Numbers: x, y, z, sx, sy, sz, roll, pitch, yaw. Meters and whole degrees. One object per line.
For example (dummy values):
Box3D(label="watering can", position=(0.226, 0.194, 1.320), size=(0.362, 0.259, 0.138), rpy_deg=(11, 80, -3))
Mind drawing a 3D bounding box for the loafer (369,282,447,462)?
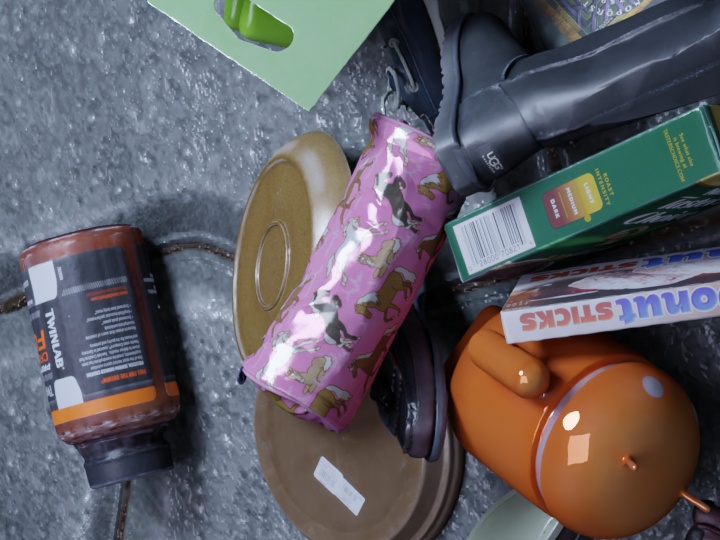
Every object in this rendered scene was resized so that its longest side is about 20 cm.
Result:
Box3D(label="loafer", position=(0.016, 0.054, 1.132), size=(0.201, 0.062, 0.073), rpy_deg=(-99, 16, -52))

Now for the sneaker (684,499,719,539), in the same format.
Box3D(label="sneaker", position=(0.254, 0.163, 1.003), size=(0.116, 0.075, 0.201), rpy_deg=(49, 123, 28))

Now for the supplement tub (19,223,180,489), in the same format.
Box3D(label="supplement tub", position=(-0.207, 0.071, 1.358), size=(0.106, 0.106, 0.203), rpy_deg=(-18, 83, 40))

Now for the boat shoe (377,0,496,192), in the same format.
Box3D(label="boat shoe", position=(0.040, -0.142, 1.115), size=(0.061, 0.075, 0.202), rpy_deg=(-13, 114, 21))

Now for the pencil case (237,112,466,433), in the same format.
Box3D(label="pencil case", position=(0.000, 0.000, 1.068), size=(0.086, 0.083, 0.202), rpy_deg=(27, 87, 25))

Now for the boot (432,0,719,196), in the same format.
Box3D(label="boot", position=(0.146, -0.135, 1.011), size=(0.198, 0.066, 0.166), rpy_deg=(-24, 35, 26))

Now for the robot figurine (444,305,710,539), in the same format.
Box3D(label="robot figurine", position=(0.134, 0.093, 1.053), size=(0.200, 0.116, 0.145), rpy_deg=(35, 140, 52))

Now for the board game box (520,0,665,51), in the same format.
Box3D(label="board game box", position=(0.187, -0.200, 1.044), size=(0.199, 0.028, 0.137), rpy_deg=(-34, 74, 37))

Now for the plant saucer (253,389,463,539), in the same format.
Box3D(label="plant saucer", position=(-0.010, 0.123, 1.249), size=(0.198, 0.029, 0.203), rpy_deg=(6, 99, 39))

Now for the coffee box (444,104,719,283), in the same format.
Box3D(label="coffee box", position=(0.162, -0.046, 1.024), size=(0.199, 0.122, 0.044), rpy_deg=(-25, 78, 37))

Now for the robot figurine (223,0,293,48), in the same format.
Box3D(label="robot figurine", position=(-0.038, -0.258, 1.168), size=(0.175, 0.114, 0.202), rpy_deg=(-136, 58, -66))

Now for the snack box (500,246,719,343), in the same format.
Box3D(label="snack box", position=(0.186, 0.010, 0.998), size=(0.198, 0.072, 0.025), rpy_deg=(-9, 105, 19))

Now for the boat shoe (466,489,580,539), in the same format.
Box3D(label="boat shoe", position=(0.095, 0.221, 1.154), size=(0.202, 0.060, 0.072), rpy_deg=(-51, 25, 28))

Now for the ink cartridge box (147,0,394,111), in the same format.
Box3D(label="ink cartridge box", position=(-0.027, -0.220, 1.043), size=(0.145, 0.048, 0.201), rpy_deg=(34, 78, 21))

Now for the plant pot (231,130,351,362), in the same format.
Box3D(label="plant pot", position=(-0.054, -0.003, 1.213), size=(0.200, 0.027, 0.203), rpy_deg=(-172, 90, -67))
